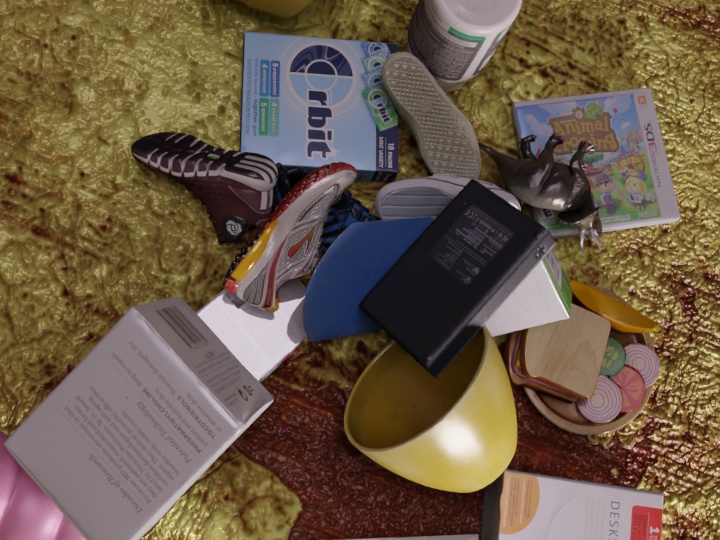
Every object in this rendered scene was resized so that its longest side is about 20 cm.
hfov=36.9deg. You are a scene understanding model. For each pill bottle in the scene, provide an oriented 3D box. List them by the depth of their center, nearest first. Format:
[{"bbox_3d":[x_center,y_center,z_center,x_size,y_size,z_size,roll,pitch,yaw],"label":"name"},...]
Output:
[{"bbox_3d":[0.119,-0.301,1.324,0.111,0.200,0.115,2,76,-9],"label":"pill bottle"}]

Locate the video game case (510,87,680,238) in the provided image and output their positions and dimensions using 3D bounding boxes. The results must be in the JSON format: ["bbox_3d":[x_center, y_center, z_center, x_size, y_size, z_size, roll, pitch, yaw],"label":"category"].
[{"bbox_3d":[0.307,-0.141,1.411,0.196,0.022,0.185,-8,78,-11],"label":"video game case"}]

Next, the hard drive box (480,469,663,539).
[{"bbox_3d":[0.243,0.324,1.261,0.196,0.077,0.159,9,76,-8],"label":"hard drive box"}]

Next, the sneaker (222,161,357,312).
[{"bbox_3d":[-0.069,-0.040,1.232,0.082,0.078,0.201,38,101,-11],"label":"sneaker"}]

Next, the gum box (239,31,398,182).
[{"bbox_3d":[-0.052,-0.204,1.353,0.196,0.045,0.173,2,76,-9],"label":"gum box"}]

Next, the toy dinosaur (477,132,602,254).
[{"bbox_3d":[0.232,-0.114,1.341,0.197,0.077,0.104,25,67,-5],"label":"toy dinosaur"}]

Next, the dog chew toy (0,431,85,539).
[{"bbox_3d":[-0.364,0.250,1.157,0.197,0.124,0.126,24,74,-11],"label":"dog chew toy"}]

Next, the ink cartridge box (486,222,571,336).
[{"bbox_3d":[0.139,0.024,1.278,0.197,0.104,0.060,-16,36,24],"label":"ink cartridge box"}]

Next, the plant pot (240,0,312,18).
[{"bbox_3d":[-0.103,-0.398,1.325,0.142,0.199,0.201,47,73,-22],"label":"plant pot"}]

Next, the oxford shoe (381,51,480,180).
[{"bbox_3d":[0.089,-0.188,1.346,0.075,0.058,0.201,-33,112,4],"label":"oxford shoe"}]

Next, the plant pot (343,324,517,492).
[{"bbox_3d":[0.101,0.168,1.232,0.201,0.199,0.142,-50,116,-16],"label":"plant pot"}]

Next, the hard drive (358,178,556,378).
[{"bbox_3d":[0.105,0.005,1.212,0.200,0.033,0.139,-47,46,-3],"label":"hard drive"}]

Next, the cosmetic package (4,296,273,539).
[{"bbox_3d":[-0.227,0.159,1.144,0.200,0.167,0.166,-45,87,8],"label":"cosmetic package"}]

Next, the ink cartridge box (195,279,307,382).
[{"bbox_3d":[-0.130,0.070,1.273,0.199,0.050,0.109,-40,86,-17],"label":"ink cartridge box"}]

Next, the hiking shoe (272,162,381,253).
[{"bbox_3d":[-0.023,-0.057,1.297,0.197,0.087,0.075,23,64,-4],"label":"hiking shoe"}]

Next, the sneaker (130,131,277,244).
[{"bbox_3d":[-0.189,-0.090,1.292,0.197,0.117,0.076,17,35,25],"label":"sneaker"}]

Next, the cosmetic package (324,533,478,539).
[{"bbox_3d":[0.038,0.347,1.234,0.196,0.051,0.084,-1,78,-10],"label":"cosmetic package"}]

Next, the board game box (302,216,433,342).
[{"bbox_3d":[0.000,0.000,1.251,0.198,0.160,0.039,-7,38,-45],"label":"board game box"}]

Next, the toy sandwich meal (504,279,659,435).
[{"bbox_3d":[0.277,0.102,1.322,0.201,0.070,0.209,2,76,-9],"label":"toy sandwich meal"}]

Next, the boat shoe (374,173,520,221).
[{"bbox_3d":[0.100,-0.082,1.329,0.197,0.067,0.075,7,117,-27],"label":"boat shoe"}]
